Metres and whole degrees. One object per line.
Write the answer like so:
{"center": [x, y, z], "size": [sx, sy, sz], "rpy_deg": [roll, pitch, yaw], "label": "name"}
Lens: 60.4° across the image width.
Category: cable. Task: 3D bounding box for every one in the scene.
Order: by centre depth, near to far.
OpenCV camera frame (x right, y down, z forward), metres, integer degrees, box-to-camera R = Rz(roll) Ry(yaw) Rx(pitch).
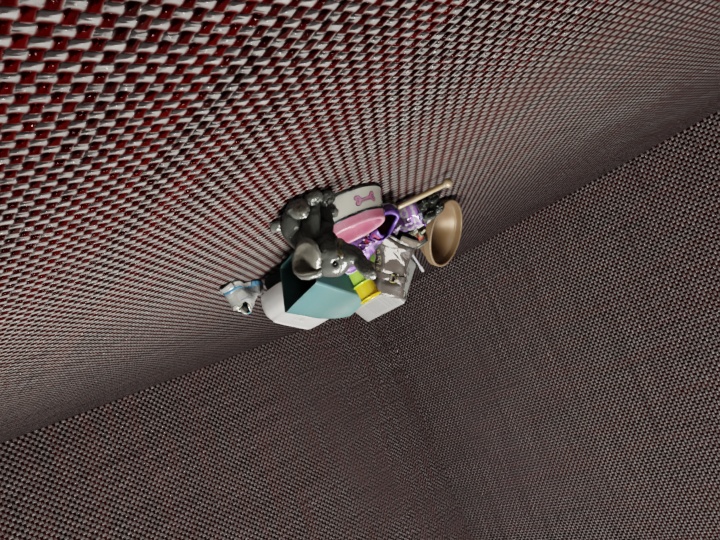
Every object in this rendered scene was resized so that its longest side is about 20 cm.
{"center": [0.123, -0.063, 1.807], "size": [0.096, 0.051, 0.199], "rpy_deg": [-25, 174, -42], "label": "cable"}

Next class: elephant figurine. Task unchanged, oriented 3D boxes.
{"center": [-0.076, -0.042, 1.214], "size": [0.138, 0.205, 0.155], "rpy_deg": [-21, 173, -17], "label": "elephant figurine"}

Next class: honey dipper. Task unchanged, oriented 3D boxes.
{"center": [0.138, -0.177, 1.537], "size": [0.195, 0.039, 0.038], "rpy_deg": [-24, 173, 5], "label": "honey dipper"}

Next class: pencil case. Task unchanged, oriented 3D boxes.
{"center": [0.072, -0.117, 1.622], "size": [0.195, 0.087, 0.085], "rpy_deg": [-23, -150, 12], "label": "pencil case"}

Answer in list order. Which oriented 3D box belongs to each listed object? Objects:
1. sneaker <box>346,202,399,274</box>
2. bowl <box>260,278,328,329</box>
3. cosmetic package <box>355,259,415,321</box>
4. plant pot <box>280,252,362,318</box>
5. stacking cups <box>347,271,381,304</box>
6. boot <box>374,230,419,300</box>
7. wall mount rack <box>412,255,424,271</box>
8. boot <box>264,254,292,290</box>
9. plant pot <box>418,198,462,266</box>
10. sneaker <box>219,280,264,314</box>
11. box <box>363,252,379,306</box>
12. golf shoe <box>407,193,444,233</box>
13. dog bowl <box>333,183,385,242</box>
{"center": [0.018, -0.078, 1.470], "size": [0.201, 0.080, 0.084], "rpy_deg": [-51, -167, 4], "label": "sneaker"}
{"center": [-0.163, 0.101, 1.728], "size": [0.196, 0.077, 0.198], "rpy_deg": [16, 148, -35], "label": "bowl"}
{"center": [0.047, 0.029, 2.012], "size": [0.199, 0.164, 0.168], "rpy_deg": [-31, -152, 48], "label": "cosmetic package"}
{"center": [-0.084, 0.035, 1.585], "size": [0.196, 0.144, 0.141], "rpy_deg": [19, 135, -37], "label": "plant pot"}
{"center": [-0.020, -0.019, 1.546], "size": [0.059, 0.204, 0.061], "rpy_deg": [-27, 170, -6], "label": "stacking cups"}
{"center": [0.047, -0.023, 1.569], "size": [0.195, 0.179, 0.069], "rpy_deg": [19, -165, -1], "label": "boot"}
{"center": [0.132, -0.048, 1.926], "size": [0.073, 0.178, 0.199], "rpy_deg": [21, -135, 35], "label": "wall mount rack"}
{"center": [-0.156, 0.017, 1.741], "size": [0.195, 0.079, 0.167], "rpy_deg": [5, 155, -31], "label": "boot"}
{"center": [0.227, -0.122, 1.889], "size": [0.091, 0.207, 0.199], "rpy_deg": [16, -163, 33], "label": "plant pot"}
{"center": [-0.321, 0.079, 1.729], "size": [0.074, 0.089, 0.199], "rpy_deg": [-27, 173, 17], "label": "sneaker"}
{"center": [0.000, 0.000, 1.790], "size": [0.095, 0.180, 0.199], "rpy_deg": [27, 148, -23], "label": "box"}
{"center": [0.141, -0.139, 1.731], "size": [0.195, 0.080, 0.095], "rpy_deg": [-22, 173, -6], "label": "golf shoe"}
{"center": [-0.031, -0.113, 1.370], "size": [0.195, 0.076, 0.200], "rpy_deg": [-24, 173, -3], "label": "dog bowl"}
